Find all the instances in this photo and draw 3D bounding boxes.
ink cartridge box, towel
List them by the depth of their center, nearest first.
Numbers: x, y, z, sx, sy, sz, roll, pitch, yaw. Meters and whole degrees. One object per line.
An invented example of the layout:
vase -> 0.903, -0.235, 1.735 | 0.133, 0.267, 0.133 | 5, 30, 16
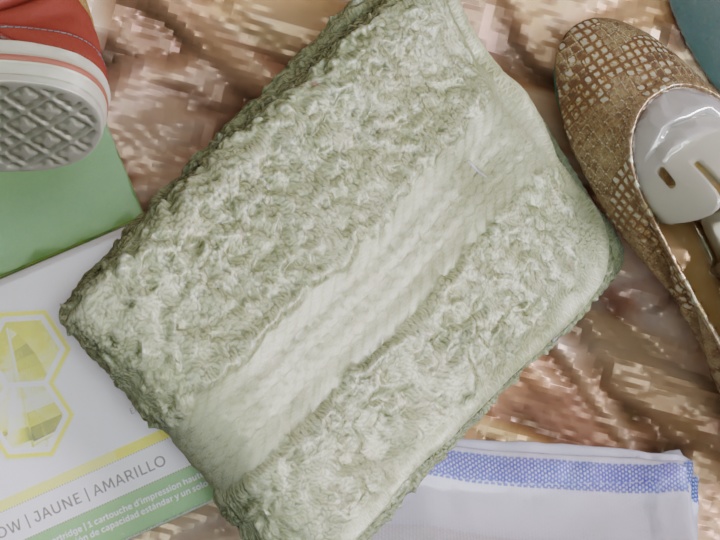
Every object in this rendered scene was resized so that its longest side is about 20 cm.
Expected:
towel -> 0.057, 0.138, 0.812 | 0.146, 0.024, 0.200 | 5, 47, -6
ink cartridge box -> -0.137, 0.009, 0.828 | 0.145, 0.048, 0.200 | -23, 96, -10
towel -> 0.000, 0.000, 0.832 | 0.200, 0.036, 0.148 | -44, 102, -26

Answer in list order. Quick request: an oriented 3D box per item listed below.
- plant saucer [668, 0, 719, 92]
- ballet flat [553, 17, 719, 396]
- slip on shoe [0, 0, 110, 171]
plant saucer -> 0.215, -0.136, 0.904 | 0.200, 0.039, 0.202 | 0, 89, -11
ballet flat -> 0.142, -0.011, 0.872 | 0.070, 0.065, 0.200 | -34, 96, -21
slip on shoe -> -0.179, -0.074, 0.744 | 0.199, 0.074, 0.061 | 4, 56, -7
